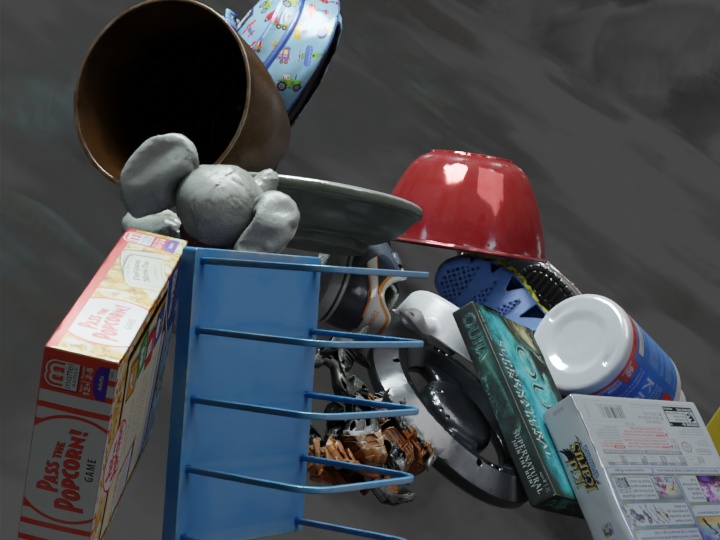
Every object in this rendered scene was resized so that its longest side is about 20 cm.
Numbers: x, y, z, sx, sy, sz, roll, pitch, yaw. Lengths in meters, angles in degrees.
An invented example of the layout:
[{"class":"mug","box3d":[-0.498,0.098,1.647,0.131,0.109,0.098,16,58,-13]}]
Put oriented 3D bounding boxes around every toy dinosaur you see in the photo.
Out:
[{"class":"toy dinosaur","box3d":[-0.008,0.126,1.192,0.136,0.102,0.200,62,7,21]}]

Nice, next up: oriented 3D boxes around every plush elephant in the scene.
[{"class":"plush elephant","box3d":[-0.123,-0.031,1.253,0.165,0.155,0.200,39,20,10]}]

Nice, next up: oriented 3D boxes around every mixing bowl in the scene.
[{"class":"mixing bowl","box3d":[0.116,-0.075,1.676,0.200,0.109,0.200,8,0,0]}]

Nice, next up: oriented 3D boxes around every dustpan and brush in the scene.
[{"class":"dustpan and brush","box3d":[0.075,0.058,1.467,0.140,0.057,0.200,33,-12,23]}]

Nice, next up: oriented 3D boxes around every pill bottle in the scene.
[{"class":"pill bottle","box3d":[0.270,0.113,1.579,0.200,0.112,0.112,38,12,-47]}]

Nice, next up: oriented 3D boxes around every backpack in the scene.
[{"class":"backpack","box3d":[-0.109,-0.233,1.667,0.134,0.200,0.183,30,22,-14]}]

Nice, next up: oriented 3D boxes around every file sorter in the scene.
[{"class":"file sorter","box3d":[-0.038,0.090,1.010,0.123,0.200,0.139,5,0,36]}]

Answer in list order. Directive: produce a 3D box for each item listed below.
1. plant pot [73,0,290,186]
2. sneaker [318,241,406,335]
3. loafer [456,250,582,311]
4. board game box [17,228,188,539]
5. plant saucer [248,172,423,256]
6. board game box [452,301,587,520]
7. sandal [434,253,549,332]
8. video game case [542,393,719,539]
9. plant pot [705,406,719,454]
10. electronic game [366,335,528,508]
[{"class":"plant pot","box3d":[-0.152,-0.152,1.490,0.187,0.187,0.200,43,9,20]},{"class":"sneaker","box3d":[0.000,0.000,1.498,0.079,0.078,0.200,26,32,-10]},{"class":"loafer","box3d":[0.207,0.009,1.804,0.200,0.073,0.071,45,23,24]},{"class":"board game box","box3d":[-0.161,0.078,0.951,0.046,0.152,0.200,13,21,0]},{"class":"plant saucer","box3d":[-0.043,-0.047,1.385,0.200,0.050,0.200,8,-6,1]},{"class":"board game box","box3d":[0.160,0.132,1.401,0.135,0.028,0.200,24,40,-57]},{"class":"sandal","box3d":[0.165,0.055,1.639,0.200,0.080,0.087,35,23,5]},{"class":"video game case","box3d":[0.275,0.206,1.387,0.200,0.045,0.181,8,51,-43]},{"class":"plant pot","box3d":[0.504,0.198,1.706,0.176,0.200,0.200,0,38,-39]},{"class":"electronic game","box3d":[0.084,0.136,1.371,0.200,0.042,0.200,37,20,-16]}]
